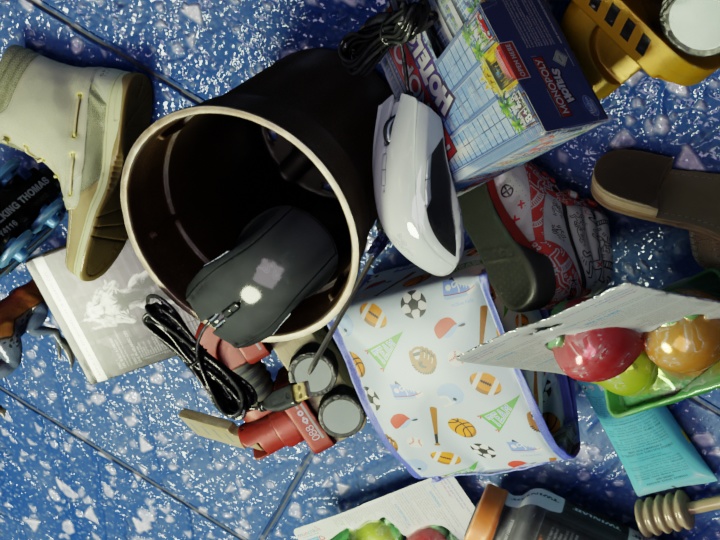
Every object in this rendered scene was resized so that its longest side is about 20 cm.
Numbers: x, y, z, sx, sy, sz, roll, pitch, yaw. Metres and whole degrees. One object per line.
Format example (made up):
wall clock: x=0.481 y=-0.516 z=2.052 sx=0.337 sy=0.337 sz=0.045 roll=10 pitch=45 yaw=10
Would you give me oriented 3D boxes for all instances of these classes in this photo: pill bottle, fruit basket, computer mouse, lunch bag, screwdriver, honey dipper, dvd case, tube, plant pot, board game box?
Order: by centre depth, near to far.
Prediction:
computer mouse: x=0.030 y=-0.090 z=0.840 sx=0.110 sy=0.044 sz=0.201 roll=0 pitch=104 yaw=58
board game box: x=0.067 y=-0.139 z=0.862 sx=0.200 sy=0.062 sz=0.200 roll=66 pitch=148 yaw=17
fruit basket: x=0.205 y=0.046 z=0.876 sx=0.200 sy=0.094 sz=0.185 roll=15 pitch=152 yaw=-30
computer mouse: x=-0.078 y=0.046 z=0.877 sx=0.200 sy=0.046 sz=0.141 roll=-32 pitch=102 yaw=35
plant pot: x=-0.059 y=-0.077 z=0.945 sx=0.200 sy=0.198 sz=0.201 roll=11 pitch=123 yaw=18
screwdriver: x=0.000 y=0.000 z=0.988 sx=0.029 sy=0.200 sz=0.028 roll=38 pitch=166 yaw=-17
lunch bag: x=0.091 y=0.089 z=1.030 sx=0.170 sy=0.124 sz=0.201 roll=-15 pitch=103 yaw=32
tube: x=0.244 y=0.127 z=1.036 sx=0.077 sy=0.050 sz=0.200 roll=-18 pitch=116 yaw=36
honey dipper: x=0.348 y=0.206 z=1.042 sx=0.200 sy=0.038 sz=0.038 roll=-20 pitch=110 yaw=30
pill bottle: x=0.199 y=0.278 z=1.109 sx=0.199 sy=0.106 sz=0.106 roll=23 pitch=127 yaw=9
dvd case: x=-0.211 y=0.021 z=1.145 sx=0.199 sy=0.016 sz=0.149 roll=-19 pitch=112 yaw=8
fruit basket: x=0.056 y=0.310 z=1.221 sx=0.200 sy=0.094 sz=0.185 roll=-29 pitch=106 yaw=18

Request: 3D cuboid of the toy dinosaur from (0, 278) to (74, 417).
toy dinosaur: x=-0.339 y=0.052 z=1.159 sx=0.105 sy=0.200 sz=0.182 roll=30 pitch=86 yaw=14

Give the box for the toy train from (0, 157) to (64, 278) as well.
toy train: x=-0.369 y=-0.025 z=1.120 sx=0.087 sy=0.200 sz=0.114 roll=42 pitch=138 yaw=-5

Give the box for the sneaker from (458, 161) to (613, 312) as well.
sneaker: x=0.135 y=-0.061 z=0.952 sx=0.067 sy=0.108 sz=0.202 roll=-46 pitch=59 yaw=48

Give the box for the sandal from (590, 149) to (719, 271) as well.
sandal: x=0.284 y=-0.032 z=0.914 sx=0.211 sy=0.078 sz=0.070 roll=21 pitch=150 yaw=18

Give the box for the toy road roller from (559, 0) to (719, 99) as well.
toy road roller: x=0.181 y=-0.212 z=0.806 sx=0.200 sy=0.123 sz=0.146 roll=42 pitch=138 yaw=-6

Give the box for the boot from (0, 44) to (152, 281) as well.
boot: x=-0.287 y=-0.102 z=1.086 sx=0.154 sy=0.072 sz=0.201 roll=16 pitch=100 yaw=16

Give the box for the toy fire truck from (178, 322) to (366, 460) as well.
toy fire truck: x=-0.111 y=0.107 z=1.122 sx=0.200 sy=0.129 sz=0.176 roll=-30 pitch=106 yaw=11
